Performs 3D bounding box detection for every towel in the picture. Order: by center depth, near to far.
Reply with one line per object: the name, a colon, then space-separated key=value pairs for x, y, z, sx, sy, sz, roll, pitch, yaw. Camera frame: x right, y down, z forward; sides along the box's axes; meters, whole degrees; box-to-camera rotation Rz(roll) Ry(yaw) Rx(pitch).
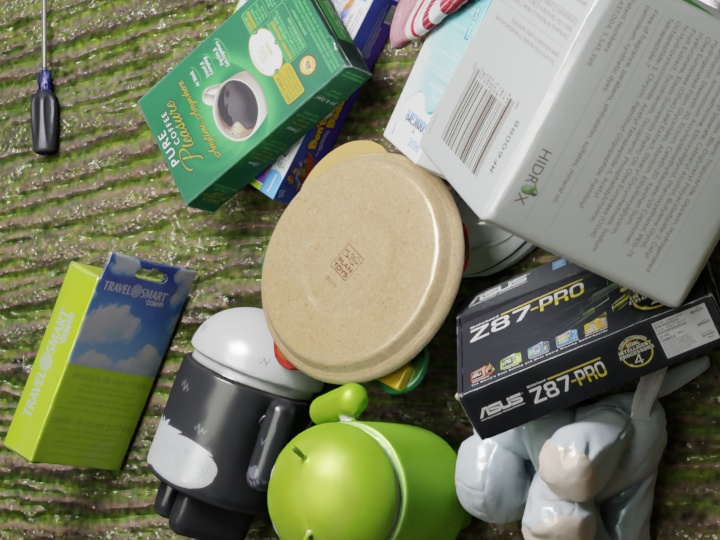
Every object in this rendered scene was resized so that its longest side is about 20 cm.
towel: x=0.079 y=-0.264 z=1.715 sx=0.200 sy=0.023 sz=0.144 roll=157 pitch=134 yaw=-72

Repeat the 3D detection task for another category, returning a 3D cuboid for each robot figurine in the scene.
robot figurine: x=0.007 y=0.177 z=1.677 sx=0.116 sy=0.200 sz=0.176 roll=-13 pitch=78 yaw=32
robot figurine: x=-0.105 y=0.131 z=1.813 sx=0.150 sy=0.125 sz=0.200 roll=23 pitch=96 yaw=25

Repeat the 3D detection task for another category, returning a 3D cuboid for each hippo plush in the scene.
hippo plush: x=0.138 y=0.134 z=1.619 sx=0.161 sy=0.159 sz=0.200 roll=18 pitch=93 yaw=35

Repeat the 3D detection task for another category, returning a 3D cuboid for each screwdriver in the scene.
screwdriver: x=-0.303 y=-0.209 z=2.065 sx=0.028 sy=0.029 sz=0.200 roll=-8 pitch=75 yaw=34

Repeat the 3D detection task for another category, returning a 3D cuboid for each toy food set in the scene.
toy food set: x=0.000 y=0.000 z=1.714 sx=0.200 sy=0.049 sz=0.198 roll=27 pitch=90 yaw=37

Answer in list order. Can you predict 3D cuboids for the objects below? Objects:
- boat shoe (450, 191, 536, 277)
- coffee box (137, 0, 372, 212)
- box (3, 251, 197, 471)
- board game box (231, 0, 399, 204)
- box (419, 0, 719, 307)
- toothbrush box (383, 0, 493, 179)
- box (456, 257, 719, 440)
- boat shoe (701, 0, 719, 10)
boat shoe: x=0.062 y=-0.026 z=1.753 sx=0.200 sy=0.067 sz=0.074 roll=-20 pitch=72 yaw=31
coffee box: x=-0.094 y=-0.156 z=1.841 sx=0.200 sy=0.044 sz=0.123 roll=-40 pitch=62 yaw=23
box: x=-0.232 y=0.078 z=1.907 sx=0.048 sy=0.122 sz=0.200 roll=26 pitch=98 yaw=36
board game box: x=-0.065 y=-0.176 z=1.878 sx=0.134 sy=0.045 sz=0.200 roll=34 pitch=102 yaw=34
box: x=0.177 y=-0.115 z=1.535 sx=0.200 sy=0.171 sz=0.199 roll=-62 pitch=19 yaw=11
toothbrush box: x=0.105 y=-0.170 z=1.692 sx=0.200 sy=0.085 sz=0.146 roll=-65 pitch=14 yaw=7
box: x=0.170 y=0.038 z=1.594 sx=0.200 sy=0.161 sz=0.049 roll=-23 pitch=111 yaw=13
boat shoe: x=0.218 y=-0.160 z=1.667 sx=0.200 sy=0.065 sz=0.073 roll=-45 pitch=59 yaw=20
